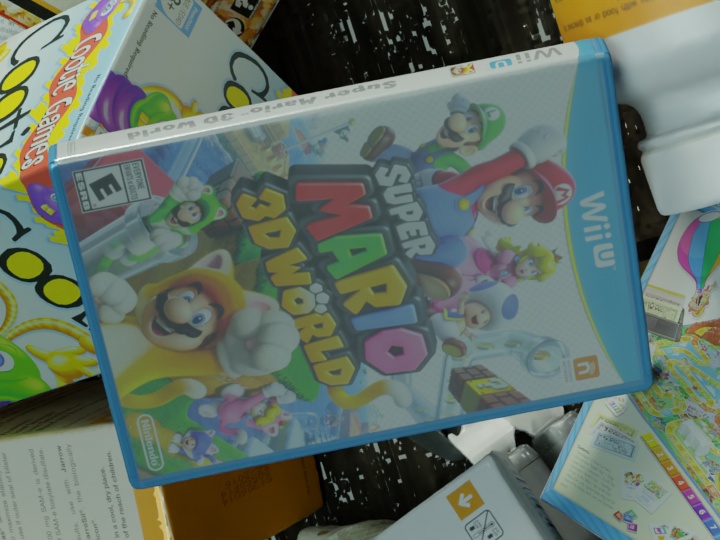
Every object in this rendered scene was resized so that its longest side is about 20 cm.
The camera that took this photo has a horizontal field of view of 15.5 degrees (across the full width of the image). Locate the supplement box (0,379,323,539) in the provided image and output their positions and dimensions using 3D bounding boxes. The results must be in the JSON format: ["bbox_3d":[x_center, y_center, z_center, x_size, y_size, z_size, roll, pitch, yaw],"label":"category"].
[{"bbox_3d":[-0.135,0.093,1.137,0.200,0.126,0.074,-9,97,28],"label":"supplement box"}]

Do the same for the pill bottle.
[{"bbox_3d":[0.118,-0.127,0.965,0.111,0.111,0.200,-17,92,30],"label":"pill bottle"}]

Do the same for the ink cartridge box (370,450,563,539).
[{"bbox_3d":[0.028,0.206,1.002,0.200,0.047,0.198,-37,72,10],"label":"ink cartridge box"}]

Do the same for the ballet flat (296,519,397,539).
[{"bbox_3d":[-0.027,0.142,1.128,0.200,0.067,0.062,-34,49,27],"label":"ballet flat"}]

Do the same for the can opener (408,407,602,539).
[{"bbox_3d":[0.073,0.085,1.076,0.200,0.053,0.066,51,153,12],"label":"can opener"}]

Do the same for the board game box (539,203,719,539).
[{"bbox_3d":[0.162,0.063,0.952,0.200,0.034,0.135,30,97,52],"label":"board game box"}]

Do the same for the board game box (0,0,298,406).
[{"bbox_3d":[-0.127,-0.024,1.051,0.200,0.105,0.103,-19,128,40],"label":"board game box"}]

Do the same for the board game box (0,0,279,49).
[{"bbox_3d":[-0.111,-0.171,1.051,0.200,0.046,0.152,29,103,-11],"label":"board game box"}]

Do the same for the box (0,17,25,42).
[{"bbox_3d":[-0.125,-0.145,1.125,0.082,0.049,0.200,16,107,23],"label":"box"}]

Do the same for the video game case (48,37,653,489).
[{"bbox_3d":[0.000,0.000,0.958,0.200,0.018,0.143,-11,120,0],"label":"video game case"}]
